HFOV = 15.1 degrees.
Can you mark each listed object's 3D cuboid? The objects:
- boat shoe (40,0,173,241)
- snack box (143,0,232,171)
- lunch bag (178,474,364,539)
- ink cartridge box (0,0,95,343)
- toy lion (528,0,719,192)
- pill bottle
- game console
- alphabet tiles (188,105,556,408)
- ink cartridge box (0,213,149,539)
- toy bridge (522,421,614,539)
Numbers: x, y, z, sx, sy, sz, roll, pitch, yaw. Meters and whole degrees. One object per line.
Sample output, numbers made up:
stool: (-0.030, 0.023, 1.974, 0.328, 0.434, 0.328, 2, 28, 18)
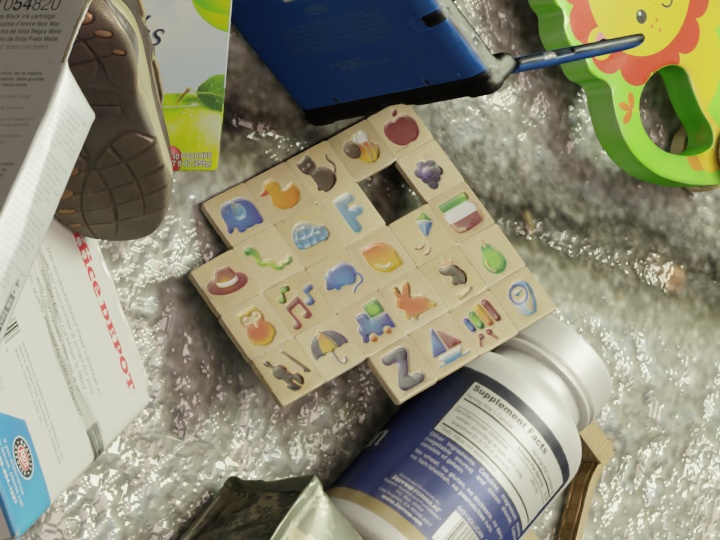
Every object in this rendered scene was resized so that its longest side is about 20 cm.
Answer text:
boat shoe: (-0.132, -0.094, 1.447, 0.074, 0.201, 0.074, 7, 52, 3)
snack box: (-0.174, -0.127, 1.498, 0.199, 0.053, 0.143, -2, 117, -15)
lunch bag: (-0.063, 0.247, 1.588, 0.164, 0.117, 0.200, 51, 59, -21)
ink cartridge box: (-0.231, -0.049, 1.361, 0.041, 0.199, 0.201, 46, 56, -47)
toy lion: (0.190, -0.158, 1.794, 0.191, 0.068, 0.201, 4, 86, -36)
pill bottle: (0.066, 0.120, 1.682, 0.200, 0.111, 0.111, -47, 112, -26)
game console: (0.037, -0.155, 1.622, 0.118, 0.200, 0.171, -49, 112, -26)
alphabet tiles: (0.000, 0.000, 1.662, 0.199, 0.008, 0.168, -29, 77, -30)
ink cartridge box: (-0.203, 0.049, 1.465, 0.200, 0.083, 0.146, -48, 121, -66)
toy bridge: (0.105, 0.180, 1.753, 0.200, 0.027, 0.067, -48, 115, -25)
